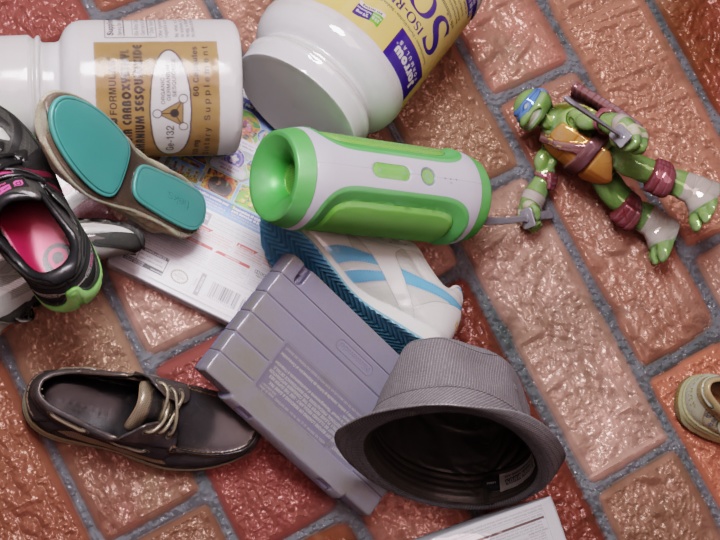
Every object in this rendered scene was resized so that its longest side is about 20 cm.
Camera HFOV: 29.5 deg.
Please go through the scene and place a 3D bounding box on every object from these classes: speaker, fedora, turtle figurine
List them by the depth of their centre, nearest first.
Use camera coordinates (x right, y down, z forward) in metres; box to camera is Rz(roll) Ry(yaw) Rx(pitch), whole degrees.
[{"bbox_3d":[0.075,0.117,1.108,0.200,0.176,0.091,42,42,-42],"label":"fedora"},{"bbox_3d":[0.011,-0.068,1.129,0.199,0.088,0.089,4,75,-36],"label":"speaker"},{"bbox_3d":[0.209,-0.071,1.215,0.193,0.200,0.144,30,107,-8],"label":"turtle figurine"}]

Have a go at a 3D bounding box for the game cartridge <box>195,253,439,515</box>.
[{"bbox_3d":[-0.031,0.099,1.149,0.200,0.038,0.130,45,75,-20],"label":"game cartridge"}]

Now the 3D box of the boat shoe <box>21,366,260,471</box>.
[{"bbox_3d":[-0.177,0.122,1.120,0.199,0.073,0.075,7,76,-11],"label":"boat shoe"}]

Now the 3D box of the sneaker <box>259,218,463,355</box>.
[{"bbox_3d":[0.000,0.000,1.186,0.200,0.076,0.081,37,57,-13],"label":"sneaker"}]

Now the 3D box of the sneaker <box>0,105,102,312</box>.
[{"bbox_3d":[-0.263,-0.062,1.042,0.077,0.084,0.200,-37,81,-12],"label":"sneaker"}]

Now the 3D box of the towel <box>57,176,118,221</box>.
[{"bbox_3d":[-0.321,-0.071,1.162,0.144,0.023,0.200,-38,87,-17],"label":"towel"}]

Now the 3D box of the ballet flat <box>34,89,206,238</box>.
[{"bbox_3d":[-0.203,-0.076,1.095,0.200,0.062,0.068,40,57,-48],"label":"ballet flat"}]

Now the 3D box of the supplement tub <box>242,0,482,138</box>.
[{"bbox_3d":[0.000,-0.211,1.191,0.145,0.145,0.200,37,68,-2],"label":"supplement tub"}]

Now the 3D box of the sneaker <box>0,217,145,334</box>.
[{"bbox_3d":[-0.271,0.005,1.112,0.199,0.074,0.080,-17,90,-7],"label":"sneaker"}]

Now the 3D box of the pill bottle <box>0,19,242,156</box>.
[{"bbox_3d":[-0.201,-0.151,1.140,0.199,0.114,0.115,-2,78,-10],"label":"pill bottle"}]

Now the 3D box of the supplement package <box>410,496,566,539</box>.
[{"bbox_3d":[0.124,0.302,1.123,0.113,0.110,0.201,-15,80,-15],"label":"supplement package"}]

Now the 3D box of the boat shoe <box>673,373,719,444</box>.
[{"bbox_3d":[0.384,0.146,1.239,0.199,0.063,0.074,18,73,-8],"label":"boat shoe"}]

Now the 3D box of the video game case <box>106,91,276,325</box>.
[{"bbox_3d":[-0.115,-0.061,1.205,0.143,0.018,0.201,26,73,-4],"label":"video game case"}]
